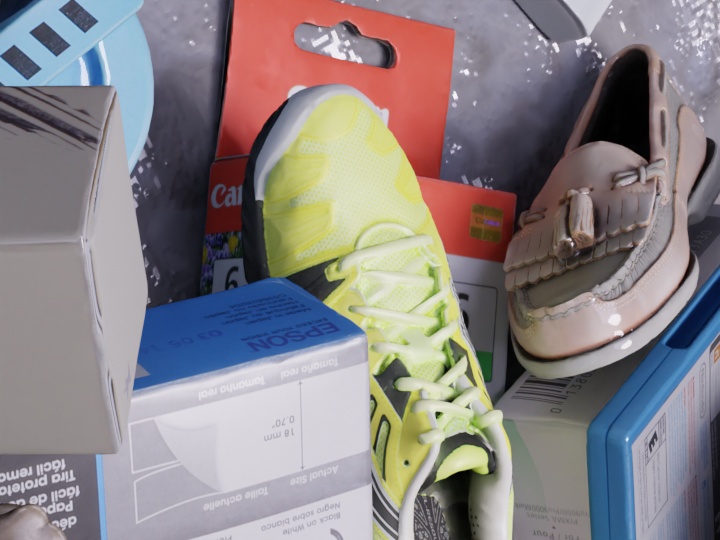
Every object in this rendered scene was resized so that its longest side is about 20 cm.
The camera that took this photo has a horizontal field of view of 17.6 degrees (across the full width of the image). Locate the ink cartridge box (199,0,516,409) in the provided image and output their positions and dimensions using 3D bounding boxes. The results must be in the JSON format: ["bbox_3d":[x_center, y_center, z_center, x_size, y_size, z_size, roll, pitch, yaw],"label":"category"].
[{"bbox_3d":[0.000,0.000,0.835,0.108,0.050,0.201,9,83,-35],"label":"ink cartridge box"}]

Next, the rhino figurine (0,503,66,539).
[{"bbox_3d":[-0.101,0.087,0.608,0.199,0.087,0.060,26,75,-18],"label":"rhino figurine"}]

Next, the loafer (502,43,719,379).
[{"bbox_3d":[0.088,-0.026,0.854,0.063,0.072,0.200,68,24,-15],"label":"loafer"}]

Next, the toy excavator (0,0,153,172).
[{"bbox_3d":[-0.122,-0.024,0.731,0.194,0.100,0.201,-44,120,-28],"label":"toy excavator"}]

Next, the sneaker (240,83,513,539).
[{"bbox_3d":[0.017,0.035,0.769,0.075,0.076,0.201,-17,96,-33],"label":"sneaker"}]

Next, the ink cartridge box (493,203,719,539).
[{"bbox_3d":[0.122,0.099,0.912,0.161,0.050,0.201,-44,131,-45],"label":"ink cartridge box"}]

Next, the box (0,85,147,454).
[{"bbox_3d":[-0.162,0.000,0.629,0.069,0.199,0.083,-87,176,-48],"label":"box"}]

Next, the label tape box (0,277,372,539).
[{"bbox_3d":[-0.069,0.116,0.726,0.143,0.063,0.201,-13,114,-28],"label":"label tape box"}]

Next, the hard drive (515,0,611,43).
[{"bbox_3d":[0.093,-0.209,0.929,0.132,0.027,0.200,45,64,-25],"label":"hard drive"}]

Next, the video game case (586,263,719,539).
[{"bbox_3d":[0.136,0.062,0.854,0.200,0.018,0.144,-44,137,-44],"label":"video game case"}]
